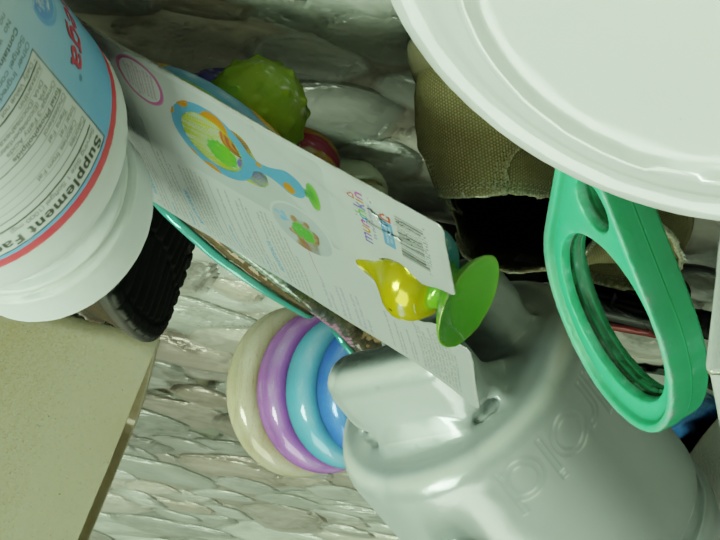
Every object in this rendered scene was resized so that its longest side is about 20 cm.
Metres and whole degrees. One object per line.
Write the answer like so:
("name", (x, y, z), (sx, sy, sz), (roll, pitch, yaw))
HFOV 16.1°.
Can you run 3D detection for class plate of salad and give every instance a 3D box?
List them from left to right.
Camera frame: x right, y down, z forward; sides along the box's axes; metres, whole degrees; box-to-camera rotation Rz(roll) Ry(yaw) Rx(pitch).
("plate of salad", (0.099, -0.091, 0.731), (0.198, 0.048, 0.201), (14, 141, 11))

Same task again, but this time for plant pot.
("plant pot", (-0.233, 0.116, 1.414), (0.176, 0.201, 0.200), (23, 163, -2))

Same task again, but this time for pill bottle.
("pill bottle", (-0.145, -0.061, 0.866), (0.108, 0.110, 0.200), (3, 156, 21))

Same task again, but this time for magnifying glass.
("magnifying glass", (0.079, -0.030, 0.846), (0.080, 0.022, 0.201), (45, 154, 49))

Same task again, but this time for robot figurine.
("robot figurine", (0.070, 0.085, 1.020), (0.112, 0.170, 0.200), (-10, 131, 41))

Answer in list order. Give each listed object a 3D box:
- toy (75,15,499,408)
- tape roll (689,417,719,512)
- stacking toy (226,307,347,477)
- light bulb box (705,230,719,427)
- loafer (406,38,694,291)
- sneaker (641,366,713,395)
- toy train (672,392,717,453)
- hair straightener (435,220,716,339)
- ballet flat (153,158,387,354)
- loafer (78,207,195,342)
("toy", (-0.029, -0.039, 0.933), (0.199, 0.047, 0.115), (35, 158, 28))
("tape roll", (0.225, 0.100, 1.122), (0.201, 0.037, 0.204), (-16, 135, -16))
("stacking toy", (0.026, 0.054, 1.200), (0.085, 0.086, 0.199), (22, 162, -36))
("light bulb box", (0.233, 0.018, 0.914), (0.198, 0.126, 0.198), (5, 162, 13))
("loafer", (0.068, -0.028, 0.958), (0.075, 0.068, 0.200), (0, 160, 30))
("sneaker", (0.115, 0.087, 1.287), (0.198, 0.080, 0.074), (11, 161, -8))
("toy train", (0.163, 0.111, 1.195), (0.199, 0.087, 0.115), (-27, 147, -9))
("hair straightener", (0.086, 0.009, 1.107), (0.198, 0.041, 0.077), (16, 163, -1))
("ballet flat", (0.000, 0.000, 1.059), (0.071, 0.069, 0.200), (-41, 117, 14))
("loafer", (-0.130, -0.033, 1.070), (0.070, 0.074, 0.200), (12, 159, 25))
